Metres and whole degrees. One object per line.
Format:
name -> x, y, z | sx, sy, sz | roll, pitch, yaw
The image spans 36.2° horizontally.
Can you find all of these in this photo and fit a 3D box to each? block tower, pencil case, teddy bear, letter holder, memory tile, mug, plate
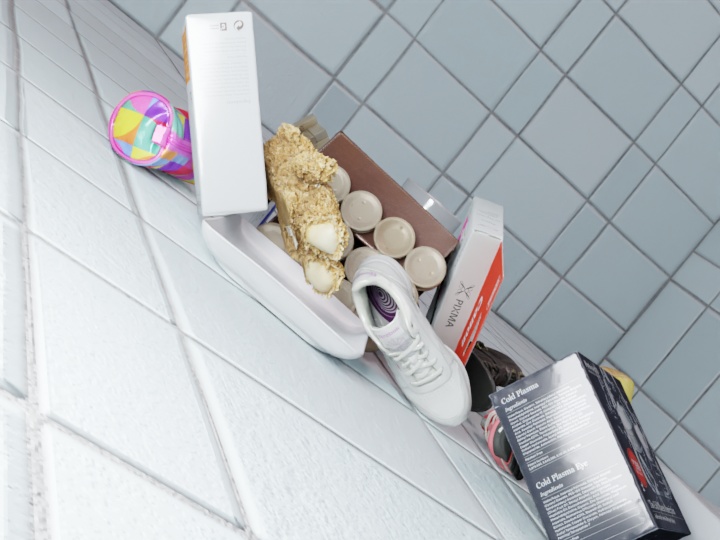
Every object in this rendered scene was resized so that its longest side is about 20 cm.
block tower -> -0.042, -0.102, 1.463 | 0.202, 0.053, 0.058 | 65, -7, -26
pencil case -> -0.210, -0.147, 1.258 | 0.088, 0.089, 0.200 | 41, 8, 13
teddy bear -> -0.050, -0.065, 1.141 | 0.200, 0.066, 0.147 | -127, -154, -58
letter holder -> -0.007, -0.037, 1.326 | 0.200, 0.142, 0.101 | 43, -24, 8
memory tile -> -0.013, -0.017, 1.258 | 0.199, 0.153, 0.017 | 41, -17, 8
mug -> 0.103, -0.072, 2.264 | 0.147, 0.176, 0.200 | 38, 6, -11
plate -> -0.076, 0.019, 1.128 | 0.199, 0.032, 0.200 | 40, 5, 0

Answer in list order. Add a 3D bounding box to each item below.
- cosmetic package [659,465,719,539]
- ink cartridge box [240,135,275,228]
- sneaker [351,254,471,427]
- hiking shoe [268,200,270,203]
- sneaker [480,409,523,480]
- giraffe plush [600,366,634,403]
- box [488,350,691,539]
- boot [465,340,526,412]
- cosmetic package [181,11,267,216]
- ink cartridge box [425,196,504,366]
cosmetic package -> 0.416, 0.361, 1.268 | 0.199, 0.123, 0.200 | 37, 6, -36
ink cartridge box -> -0.162, -0.141, 1.450 | 0.200, 0.100, 0.039 | 44, 6, 26
sneaker -> 0.046, 0.083, 1.156 | 0.202, 0.074, 0.100 | 57, 16, -2
hiking shoe -> -0.152, -0.123, 1.591 | 0.101, 0.076, 0.199 | 50, 18, 18
sneaker -> 0.173, 0.198, 1.304 | 0.086, 0.075, 0.200 | 20, -3, 26
giraffe plush -> 0.264, 0.206, 1.485 | 0.161, 0.172, 0.203 | 23, 49, -36
box -> 0.237, 0.200, 1.120 | 0.200, 0.103, 0.184 | 29, 35, -62
boot -> 0.166, 0.133, 1.479 | 0.173, 0.070, 0.200 | 19, 16, -38
cosmetic package -> -0.144, -0.161, 1.159 | 0.070, 0.204, 0.101 | -6, 4, -11
ink cartridge box -> 0.116, 0.040, 1.298 | 0.043, 0.202, 0.174 | 19, 29, -2
